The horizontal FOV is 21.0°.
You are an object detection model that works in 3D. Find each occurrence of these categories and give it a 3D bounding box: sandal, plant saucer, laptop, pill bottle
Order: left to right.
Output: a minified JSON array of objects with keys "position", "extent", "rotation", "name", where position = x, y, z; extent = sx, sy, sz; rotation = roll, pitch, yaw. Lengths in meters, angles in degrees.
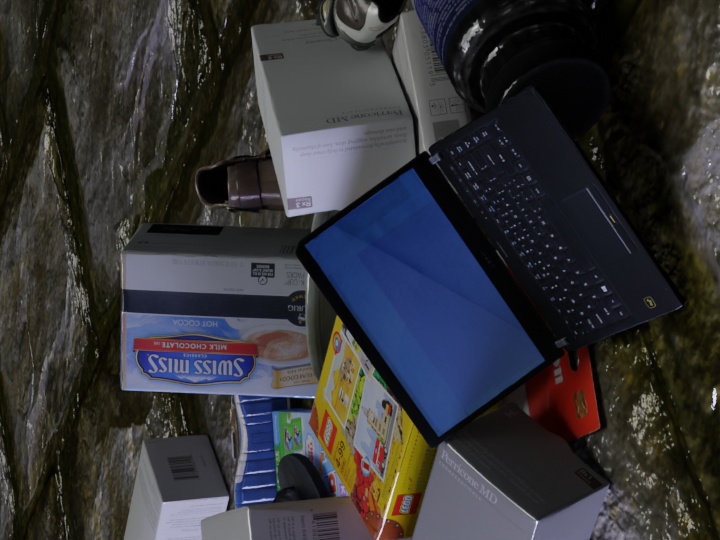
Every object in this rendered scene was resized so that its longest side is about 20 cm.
[{"position":[-0.047,0.246,1.780],"extent":[0.201,0.048,0.076],"rotation":[-117,31,-41],"name":"sandal"},{"position":[0.000,0.000,1.660],"extent":[0.200,0.050,0.202],"rotation":[5,-90,-77],"name":"plant saucer"},{"position":[0.083,0.002,1.314],"extent":[0.178,0.103,0.200],"rotation":[55,144,-6],"name":"laptop"},{"position":[0.101,-0.182,1.375],"extent":[0.112,0.111,0.201],"rotation":[109,150,-42],"name":"pill bottle"}]

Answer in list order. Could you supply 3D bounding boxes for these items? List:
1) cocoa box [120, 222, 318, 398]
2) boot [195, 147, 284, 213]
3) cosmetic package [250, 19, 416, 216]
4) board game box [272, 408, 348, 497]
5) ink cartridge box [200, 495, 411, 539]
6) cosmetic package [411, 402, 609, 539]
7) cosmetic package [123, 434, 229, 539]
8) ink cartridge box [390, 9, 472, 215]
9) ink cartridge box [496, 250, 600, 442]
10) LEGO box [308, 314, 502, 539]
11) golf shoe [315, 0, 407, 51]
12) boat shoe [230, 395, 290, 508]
[{"position":[-0.113,0.036,1.771],"extent":[0.133,0.198,0.132],"rotation":[-75,-13,-77],"name":"cocoa box"},{"position":[-0.080,-0.084,1.781],"extent":[0.200,0.145,0.071],"rotation":[171,91,-71],"name":"boot"},{"position":[-0.024,-0.132,1.602],"extent":[0.200,0.112,0.082],"rotation":[-111,14,-57],"name":"cosmetic package"},{"position":[-0.032,0.208,1.849],"extent":[0.200,0.036,0.153],"rotation":[171,96,-67],"name":"board game box"},{"position":[-0.011,0.260,1.588],"extent":[0.146,0.198,0.148],"rotation":[151,114,-67],"name":"ink cartridge box"},{"position":[0.098,0.211,1.430],"extent":[0.107,0.090,0.201],"rotation":[37,133,33],"name":"cosmetic package"},{"position":[-0.220,0.300,2.259],"extent":[0.108,0.084,0.201],"rotation":[-115,30,-44],"name":"cosmetic package"},{"position":[0.057,-0.105,1.606],"extent":[0.200,0.050,0.162],"rotation":[98,163,-74],"name":"ink cartridge box"},{"position":[0.107,0.064,1.478],"extent":[0.200,0.057,0.164],"rotation":[136,128,-67],"name":"ink cartridge box"},{"position":[0.039,0.081,1.488],"extent":[0.149,0.077,0.201],"rotation":[56,139,48],"name":"LEGO box"},{"position":[0.026,-0.280,1.577],"extent":[0.094,0.077,0.202],"rotation":[-2,79,64],"name":"golf shoe"},{"position":[-0.096,0.184,1.977],"extent":[0.072,0.072,0.202],"rotation":[-175,85,-80],"name":"boat shoe"}]
